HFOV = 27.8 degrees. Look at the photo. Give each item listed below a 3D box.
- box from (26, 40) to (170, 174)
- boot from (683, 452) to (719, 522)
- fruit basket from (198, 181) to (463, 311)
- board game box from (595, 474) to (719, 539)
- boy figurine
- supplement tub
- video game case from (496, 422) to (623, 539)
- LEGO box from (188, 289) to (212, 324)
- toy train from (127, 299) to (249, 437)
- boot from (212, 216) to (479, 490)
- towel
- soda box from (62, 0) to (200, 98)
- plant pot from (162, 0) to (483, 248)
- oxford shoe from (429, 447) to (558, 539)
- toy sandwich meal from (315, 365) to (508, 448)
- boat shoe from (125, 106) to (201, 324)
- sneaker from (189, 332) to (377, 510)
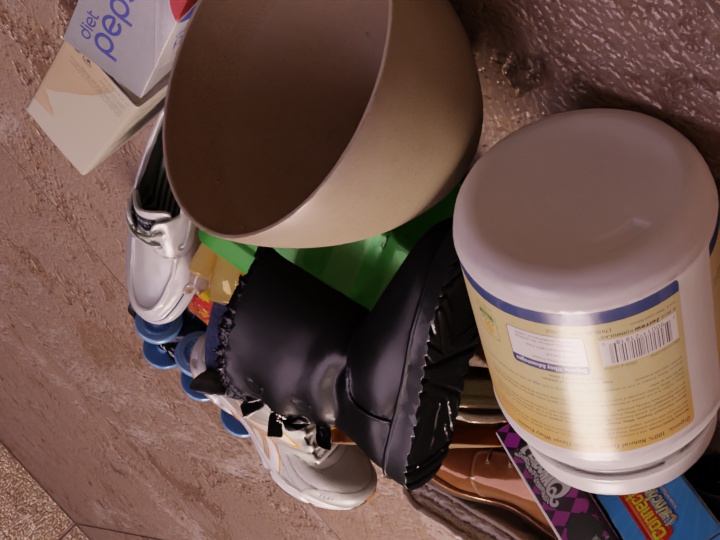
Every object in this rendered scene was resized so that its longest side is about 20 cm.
[{"bbox_3d":[-0.193,-0.154,1.158,0.078,0.095,0.200,49,155,-7],"label":"box"},{"bbox_3d":[0.296,0.195,0.941,0.174,0.069,0.200,52,164,-14],"label":"boot"},{"bbox_3d":[0.000,0.000,1.050,0.215,0.155,0.216,25,132,31],"label":"fruit basket"},{"bbox_3d":[0.231,0.211,0.994,0.200,0.056,0.196,56,-176,-21],"label":"board game box"},{"bbox_3d":[-0.079,0.001,1.144,0.124,0.201,0.064,12,-173,19],"label":"boy figurine"},{"bbox_3d":[0.139,0.023,0.841,0.144,0.144,0.200,26,150,36],"label":"supplement tub"},{"bbox_3d":[0.166,0.193,1.030,0.182,0.036,0.200,59,-176,16],"label":"video game case"},{"bbox_3d":[-0.056,0.034,1.254,0.200,0.077,0.149,37,155,17],"label":"LEGO box"},{"bbox_3d":[-0.126,0.068,1.377,0.200,0.114,0.087,38,159,17],"label":"toy train"},{"bbox_3d":[-0.007,0.030,0.924,0.162,0.073,0.199,28,120,28],"label":"boot"},{"bbox_3d":[0.141,0.235,1.241,0.200,0.035,0.132,27,-178,37],"label":"towel"},{"bbox_3d":[-0.115,-0.204,0.901,0.068,0.063,0.200,37,135,0],"label":"soda box"},{"bbox_3d":[-0.005,-0.099,0.863,0.134,0.201,0.200,19,176,-40],"label":"plant pot"},{"bbox_3d":[0.118,0.156,1.190,0.199,0.071,0.071,25,146,16],"label":"oxford shoe"},{"bbox_3d":[0.055,0.109,1.087,0.205,0.204,0.071,4,90,56],"label":"toy sandwich meal"},{"bbox_3d":[-0.162,-0.049,1.170,0.073,0.067,0.201,19,107,23],"label":"boat shoe"},{"bbox_3d":[-0.060,0.120,1.216,0.200,0.076,0.092,43,152,0],"label":"sneaker"}]
